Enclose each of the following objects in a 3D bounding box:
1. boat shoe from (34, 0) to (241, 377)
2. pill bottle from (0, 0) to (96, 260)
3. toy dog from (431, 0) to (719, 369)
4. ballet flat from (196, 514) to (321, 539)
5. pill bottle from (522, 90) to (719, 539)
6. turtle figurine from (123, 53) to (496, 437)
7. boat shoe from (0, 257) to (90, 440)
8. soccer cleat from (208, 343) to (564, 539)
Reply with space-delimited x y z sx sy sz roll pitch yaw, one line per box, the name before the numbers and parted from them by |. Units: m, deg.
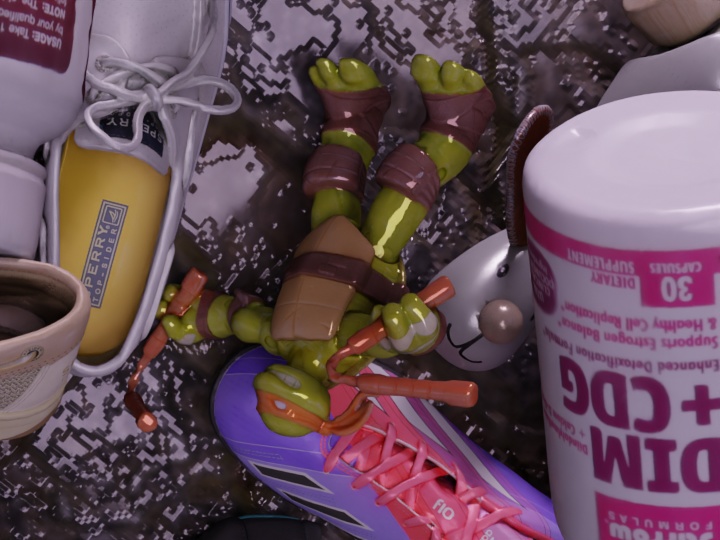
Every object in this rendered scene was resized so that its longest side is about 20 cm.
boat shoe | -0.088 -0.057 0.895 0.074 0.086 0.203 13 95 -16
pill bottle | -0.149 -0.108 0.840 0.113 0.114 0.202 9 83 -15
toy dog | 0.116 -0.037 0.938 0.131 0.096 0.201 24 92 -16
ballet flat | -0.016 0.193 0.963 0.068 0.068 0.201 -17 102 -20
pill bottle | 0.122 0.047 0.871 0.113 0.113 0.201 -14 116 -12
turtle figurine | 0.000 0.000 0.895 0.064 0.199 0.162 34 68 -33
boat shoe | -0.189 0.018 0.795 0.199 0.065 0.073 4 55 -22
soccer cleat | 0.029 0.093 0.954 0.199 0.073 0.068 35 90 -15
